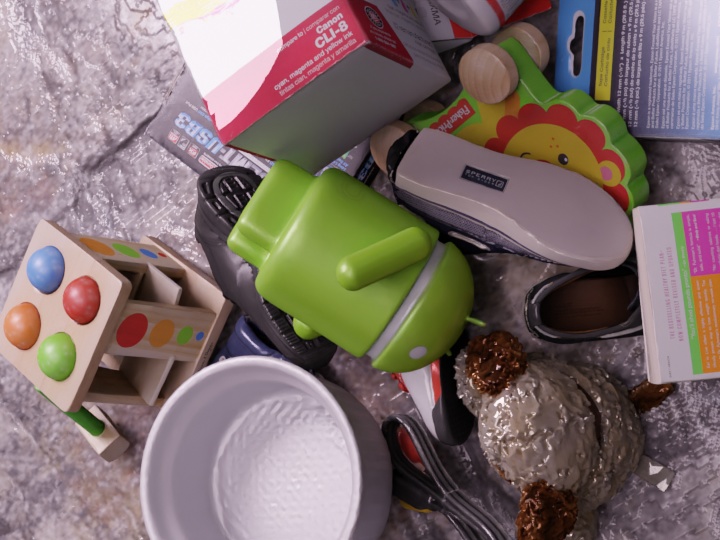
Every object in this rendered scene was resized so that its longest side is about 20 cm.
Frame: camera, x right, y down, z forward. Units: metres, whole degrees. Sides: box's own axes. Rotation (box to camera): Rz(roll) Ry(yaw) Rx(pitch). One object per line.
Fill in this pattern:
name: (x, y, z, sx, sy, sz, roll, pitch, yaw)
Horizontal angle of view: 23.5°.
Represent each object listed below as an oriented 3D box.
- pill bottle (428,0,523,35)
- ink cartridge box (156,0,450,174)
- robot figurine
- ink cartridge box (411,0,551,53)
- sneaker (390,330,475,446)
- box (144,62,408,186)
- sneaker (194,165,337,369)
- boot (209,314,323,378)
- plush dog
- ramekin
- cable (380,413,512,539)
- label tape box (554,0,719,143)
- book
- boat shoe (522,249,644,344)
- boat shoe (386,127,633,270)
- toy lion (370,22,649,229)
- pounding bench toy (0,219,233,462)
pill bottle: (0.123, -0.291, 1.345, 0.114, 0.114, 0.200, 40, 86, 20)
ink cartridge box: (-0.055, -0.203, 1.337, 0.145, 0.145, 0.200, -34, 70, 22)
robot figurine: (0.000, 0.000, 1.328, 0.200, 0.175, 0.116, 33, 66, -3)
ink cartridge box: (0.038, -0.255, 1.421, 0.200, 0.050, 0.161, -19, 75, 16)
sneaker: (0.027, 0.055, 1.455, 0.108, 0.067, 0.202, -15, 82, 28)
box: (-0.062, -0.148, 1.504, 0.200, 0.050, 0.199, 37, 106, 21)
sneaker: (-0.079, 0.007, 1.460, 0.200, 0.076, 0.091, 59, 148, 26)
boot: (-0.056, 0.128, 1.491, 0.200, 0.073, 0.090, 39, 114, 21)
plush dog: (0.150, 0.126, 1.333, 0.160, 0.172, 0.200, -26, 79, 24)
ramekin: (-0.070, 0.173, 1.409, 0.200, 0.098, 0.201, -3, 82, 24)
cable: (0.074, 0.175, 1.393, 0.200, 0.050, 0.097, 25, 124, 52)
label tape box: (0.245, -0.172, 1.333, 0.200, 0.066, 0.144, 7, 95, 48)
book: (0.308, 0.008, 1.277, 0.200, 0.048, 0.134, -5, 87, -2)
boat shoe: (0.224, 0.016, 1.329, 0.200, 0.068, 0.072, -13, 81, 2)
boat shoe: (0.115, -0.040, 1.347, 0.200, 0.093, 0.075, 26, 64, 15)
toy lion: (0.128, -0.083, 1.381, 0.192, 0.069, 0.200, 54, 136, 1)
pounding bench toy: (-0.239, 0.076, 1.524, 0.124, 0.156, 0.200, 35, 106, 36)
